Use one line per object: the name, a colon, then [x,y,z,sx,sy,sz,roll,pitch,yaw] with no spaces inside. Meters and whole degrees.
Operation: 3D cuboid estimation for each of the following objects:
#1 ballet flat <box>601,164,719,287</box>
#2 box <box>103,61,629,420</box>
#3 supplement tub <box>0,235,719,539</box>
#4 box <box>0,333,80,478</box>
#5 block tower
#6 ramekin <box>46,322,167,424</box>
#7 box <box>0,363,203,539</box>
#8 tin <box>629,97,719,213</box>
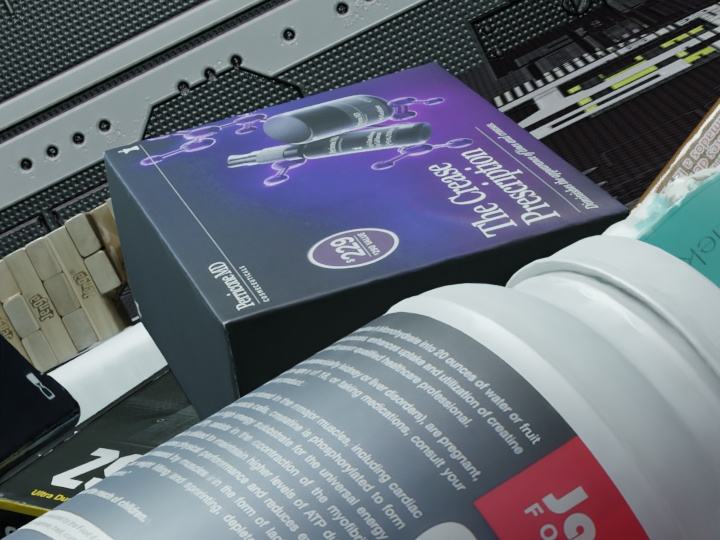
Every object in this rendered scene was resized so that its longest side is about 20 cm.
ballet flat: [0.060,0.040,0.749,0.200,0.072,0.072,-32,8,-8]
box: [0.000,0.000,0.864,0.141,0.079,0.200,-18,23,-11]
supplement tub: [0.006,0.090,0.574,0.200,0.141,0.140,-30,8,-22]
box: [-0.251,0.064,0.924,0.200,0.197,0.117,-46,-2,15]
block tower: [-0.105,-0.003,1.068,0.200,0.054,0.058,-28,1,2]
ramekin: [-0.075,0.066,1.094,0.200,0.098,0.200,-29,2,1]
box: [-0.007,0.074,0.851,0.199,0.050,0.160,7,30,38]
tin: [0.141,-0.024,0.919,0.200,0.042,0.112,-52,-16,6]
